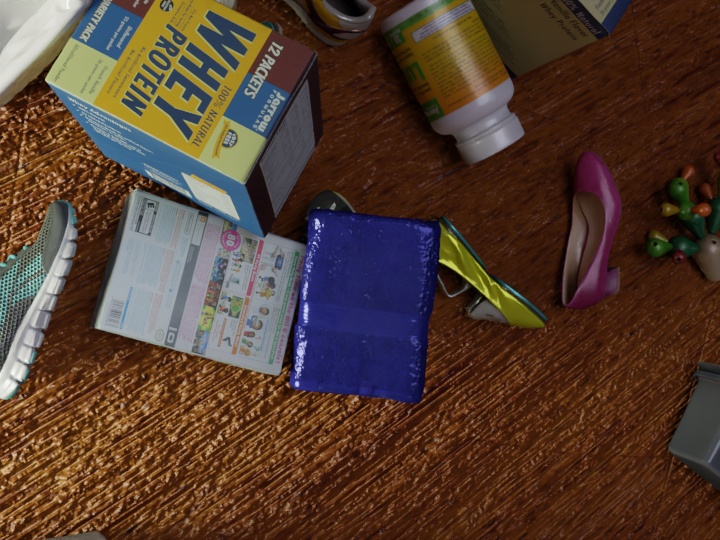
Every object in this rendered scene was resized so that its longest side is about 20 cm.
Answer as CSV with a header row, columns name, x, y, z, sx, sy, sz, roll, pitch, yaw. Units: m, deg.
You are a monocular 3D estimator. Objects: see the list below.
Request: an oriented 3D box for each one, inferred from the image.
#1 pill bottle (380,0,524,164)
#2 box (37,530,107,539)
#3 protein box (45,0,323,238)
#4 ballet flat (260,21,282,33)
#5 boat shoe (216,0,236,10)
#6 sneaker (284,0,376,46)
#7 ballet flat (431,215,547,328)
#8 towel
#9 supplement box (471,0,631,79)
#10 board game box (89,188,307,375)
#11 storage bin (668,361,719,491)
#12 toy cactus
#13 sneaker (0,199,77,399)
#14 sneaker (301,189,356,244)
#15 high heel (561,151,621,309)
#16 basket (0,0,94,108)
name,x,y,z,sx,sy,sz,roll,pitch,yaw
pill bottle,0.116,-0.235,1.106,0.111,0.111,0.201,-34,100,-24
box,-0.307,0.341,0.799,0.198,0.200,0.173,-1,88,-25
protein box,-0.153,-0.153,0.872,0.198,0.200,0.136,27,79,4
ballet flat,-0.126,-0.178,1.020,0.062,0.067,0.201,35,73,-48
boat shoe,-0.188,-0.368,0.993,0.065,0.072,0.201,-14,97,-27
sneaker,-0.069,-0.339,1.035,0.199,0.090,0.075,31,73,-21
ballet flat,0.142,0.019,1.130,0.200,0.067,0.067,43,90,-14
towel,0.005,0.037,0.987,0.147,0.050,0.202,7,99,1
supplement box,0.205,-0.370,1.111,0.200,0.200,0.135,40,70,-17
board game box,-0.167,0.016,0.972,0.199,0.064,0.149,18,78,-22
storage bin,0.535,0.242,1.262,0.200,0.145,0.135,36,81,-19
toy cactus,0.485,-0.061,1.291,0.200,0.102,0.166,-45,115,-31
sneaker,-0.338,0.018,0.884,0.091,0.078,0.201,23,74,-18
sneaker,0.000,0.000,1.053,0.201,0.078,0.090,65,23,-5
high heel,0.289,-0.052,1.200,0.095,0.067,0.202,-14,105,-37
basket,-0.342,-0.234,0.832,0.200,0.123,0.136,-39,105,13
